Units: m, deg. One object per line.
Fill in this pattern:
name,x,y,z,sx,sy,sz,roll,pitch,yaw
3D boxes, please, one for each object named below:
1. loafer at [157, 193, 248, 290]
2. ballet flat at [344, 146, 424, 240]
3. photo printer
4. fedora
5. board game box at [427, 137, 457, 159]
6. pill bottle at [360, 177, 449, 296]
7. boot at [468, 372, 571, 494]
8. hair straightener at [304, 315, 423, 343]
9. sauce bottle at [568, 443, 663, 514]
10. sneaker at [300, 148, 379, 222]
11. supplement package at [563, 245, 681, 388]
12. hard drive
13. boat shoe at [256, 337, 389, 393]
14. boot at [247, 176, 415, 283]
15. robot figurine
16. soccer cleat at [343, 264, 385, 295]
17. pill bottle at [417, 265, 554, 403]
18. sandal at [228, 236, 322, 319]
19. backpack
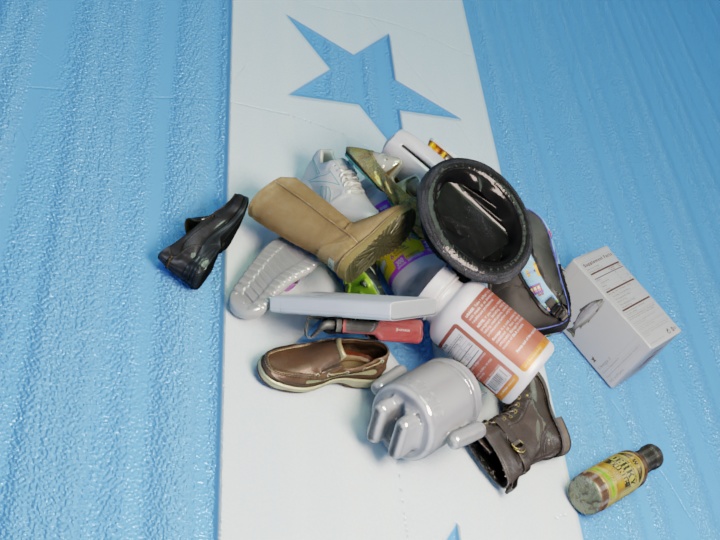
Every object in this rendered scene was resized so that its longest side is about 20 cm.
loafer,-0.222,-0.058,1.614,0.072,0.073,0.201,29,38,0
ballet flat,0.056,-0.136,1.734,0.070,0.071,0.200,-18,61,-45
photo printer,0.103,-0.149,1.846,0.166,0.200,0.070,41,81,6
fedora,0.156,-0.063,1.649,0.198,0.092,0.203,9,68,-22
board game box,0.183,-0.133,1.913,0.199,0.200,0.026,39,81,4
pill bottle,0.059,-0.058,1.789,0.103,0.105,0.201,-5,53,-39
boot,0.217,0.220,1.654,0.173,0.069,0.201,-11,60,-43
hair straightener,-0.006,0.084,1.565,0.199,0.077,0.041,-1,92,-41
sauce bottle,0.395,0.312,1.697,0.199,0.065,0.065,-17,62,-45
sneaker,-0.032,-0.132,1.764,0.070,0.081,0.200,4,25,-39
supplement package,0.426,0.077,1.911,0.117,0.117,0.200,-19,63,-45
hard drive,-0.010,0.049,1.568,0.131,0.198,0.027,-3,94,-58
boat shoe,-0.048,0.120,1.556,0.201,0.075,0.075,0,51,-36
boot,-0.041,-0.087,1.664,0.199,0.067,0.175,35,53,27
robot figurine,0.095,0.192,1.558,0.169,0.114,0.199,36,36,26
soccer cleat,0.000,0.000,1.708,0.080,0.068,0.201,-9,54,-41
pill bottle,0.174,0.089,1.614,0.200,0.113,0.112,41,39,8
sandal,-0.125,0.009,1.638,0.082,0.050,0.202,33,50,21
backpack,0.229,0.009,1.741,0.134,0.181,0.202,34,43,-73
